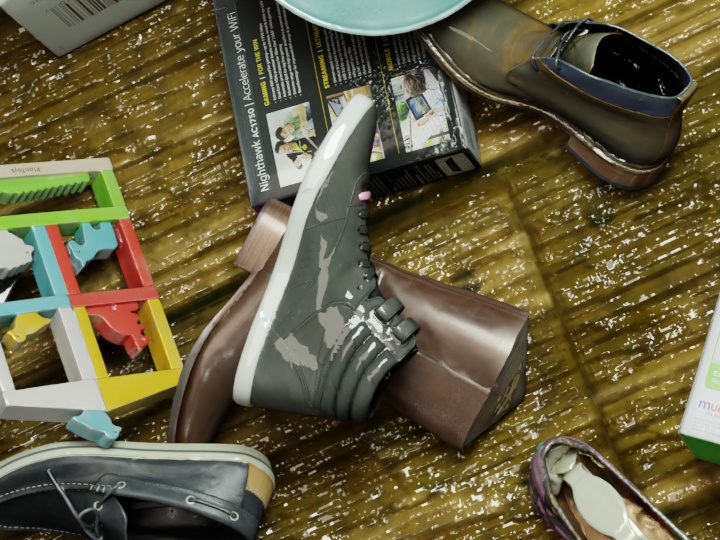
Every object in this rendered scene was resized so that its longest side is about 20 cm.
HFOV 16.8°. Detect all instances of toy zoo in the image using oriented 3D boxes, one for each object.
[{"bbox_3d":[-0.189,0.022,1.550,0.130,0.020,0.201,-7,64,-34],"label":"toy zoo"}]

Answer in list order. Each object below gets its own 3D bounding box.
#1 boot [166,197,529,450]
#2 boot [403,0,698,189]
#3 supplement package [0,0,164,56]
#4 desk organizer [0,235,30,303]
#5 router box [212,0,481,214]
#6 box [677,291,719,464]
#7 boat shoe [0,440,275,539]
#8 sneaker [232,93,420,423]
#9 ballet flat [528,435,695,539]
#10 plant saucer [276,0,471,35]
[{"bbox_3d":[-0.006,0.075,1.529,0.199,0.064,0.188,26,100,7],"label":"boot"},{"bbox_3d":[0.120,-0.140,1.503,0.199,0.097,0.075,34,61,2],"label":"boot"},{"bbox_3d":[-0.207,-0.268,1.624,0.116,0.117,0.201,-27,72,8],"label":"supplement package"},{"bbox_3d":[-0.289,0.061,1.585,0.071,0.077,0.201,27,74,-3],"label":"desk organizer"},{"bbox_3d":[-0.014,-0.147,1.584,0.148,0.051,0.202,-14,74,12],"label":"router box"},{"bbox_3d":[0.309,0.046,1.437,0.198,0.097,0.178,14,80,16],"label":"box"},{"bbox_3d":[-0.153,0.149,1.533,0.198,0.075,0.063,-2,56,8],"label":"boat shoe"},{"bbox_3d":[0.000,0.000,1.472,0.098,0.071,0.202,19,92,8],"label":"sneaker"},{"bbox_3d":[0.172,0.174,1.453,0.069,0.071,0.200,-45,72,-1],"label":"ballet flat"},{"bbox_3d":[0.010,-0.246,1.500,0.198,0.036,0.202,1,96,7],"label":"plant saucer"}]
